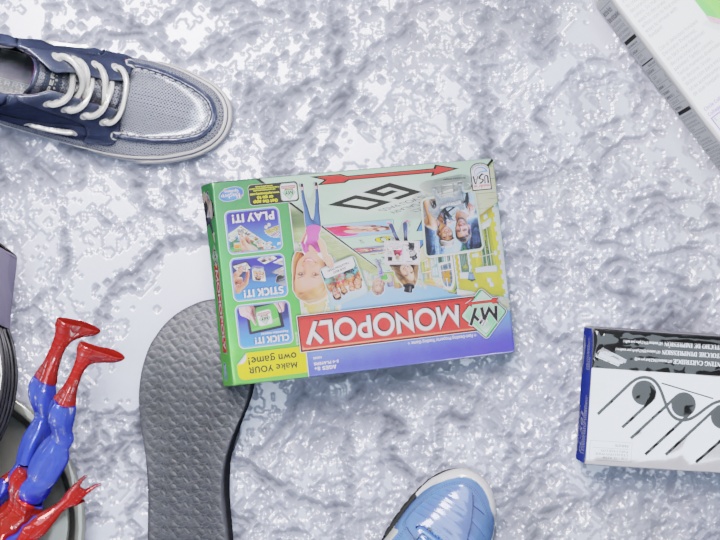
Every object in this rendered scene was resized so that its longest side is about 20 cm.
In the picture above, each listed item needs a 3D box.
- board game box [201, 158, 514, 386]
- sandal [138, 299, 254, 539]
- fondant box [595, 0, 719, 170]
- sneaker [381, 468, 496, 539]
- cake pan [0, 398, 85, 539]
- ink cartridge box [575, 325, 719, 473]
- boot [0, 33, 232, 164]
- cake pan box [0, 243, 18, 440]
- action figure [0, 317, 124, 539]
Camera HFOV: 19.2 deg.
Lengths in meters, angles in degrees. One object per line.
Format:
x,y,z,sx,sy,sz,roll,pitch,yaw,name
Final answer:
0.000,0.000,1.424,0.200,0.029,0.135,-6,88,-18,board game box
-0.113,0.116,1.443,0.076,0.043,0.201,8,96,6,sandal
0.279,-0.150,1.449,0.144,0.058,0.200,-37,91,-2,fondant box
0.030,0.223,1.422,0.076,0.077,0.200,31,86,1,sneaker
-0.283,0.170,1.432,0.200,0.037,0.201,0,89,-2,cake pan
0.250,0.090,1.448,0.200,0.044,0.094,4,90,-2,ink cartridge box
-0.185,-0.115,1.416,0.200,0.090,0.073,7,88,-2,boot
-0.325,0.069,1.389,0.200,0.052,0.185,0,79,14,cake pan box
-0.210,0.133,1.384,0.052,0.065,0.200,17,105,-42,action figure
